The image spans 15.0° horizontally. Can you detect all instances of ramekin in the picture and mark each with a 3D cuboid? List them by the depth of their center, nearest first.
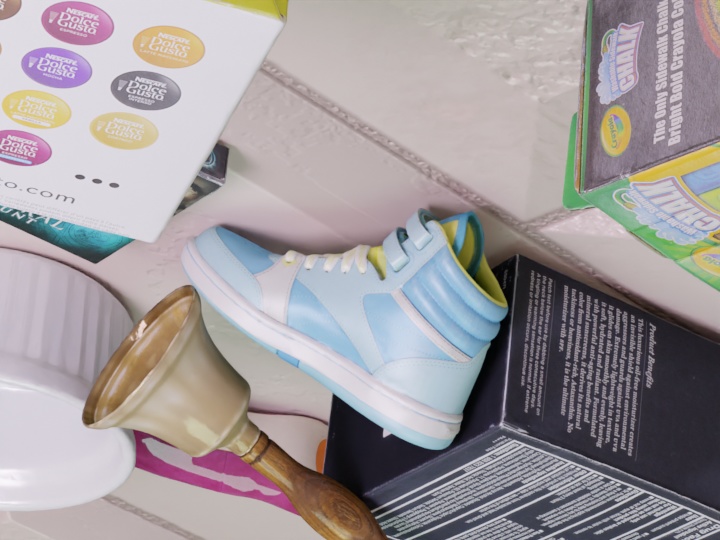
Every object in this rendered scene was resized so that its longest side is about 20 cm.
[{"bbox_3d":[-0.235,0.067,1.725,0.199,0.098,0.201,4,152,2],"label":"ramekin"}]

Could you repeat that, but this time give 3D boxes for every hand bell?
[{"bbox_3d":[-0.058,0.111,1.640,0.200,0.104,0.104,40,140,-16],"label":"hand bell"}]

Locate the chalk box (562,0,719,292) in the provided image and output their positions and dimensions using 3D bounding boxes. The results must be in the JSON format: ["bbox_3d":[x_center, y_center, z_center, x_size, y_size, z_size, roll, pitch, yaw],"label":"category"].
[{"bbox_3d":[0.189,-0.077,1.368,0.200,0.125,0.124,-20,142,40],"label":"chalk box"}]

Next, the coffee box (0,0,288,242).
[{"bbox_3d":[-0.145,-0.164,1.193,0.199,0.201,0.198,14,149,-15],"label":"coffee box"}]

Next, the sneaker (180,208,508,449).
[{"bbox_3d":[0.000,0.000,1.600,0.200,0.131,0.079,33,-168,14],"label":"sneaker"}]

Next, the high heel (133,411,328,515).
[{"bbox_3d":[-0.077,0.137,1.843,0.200,0.068,0.096,29,134,-27],"label":"high heel"}]

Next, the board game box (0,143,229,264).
[{"bbox_3d":[-0.192,-0.073,1.540,0.199,0.028,0.135,25,146,-30],"label":"board game box"}]

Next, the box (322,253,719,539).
[{"bbox_3d":[0.111,0.105,1.704,0.198,0.124,0.200,24,148,-27],"label":"box"}]
